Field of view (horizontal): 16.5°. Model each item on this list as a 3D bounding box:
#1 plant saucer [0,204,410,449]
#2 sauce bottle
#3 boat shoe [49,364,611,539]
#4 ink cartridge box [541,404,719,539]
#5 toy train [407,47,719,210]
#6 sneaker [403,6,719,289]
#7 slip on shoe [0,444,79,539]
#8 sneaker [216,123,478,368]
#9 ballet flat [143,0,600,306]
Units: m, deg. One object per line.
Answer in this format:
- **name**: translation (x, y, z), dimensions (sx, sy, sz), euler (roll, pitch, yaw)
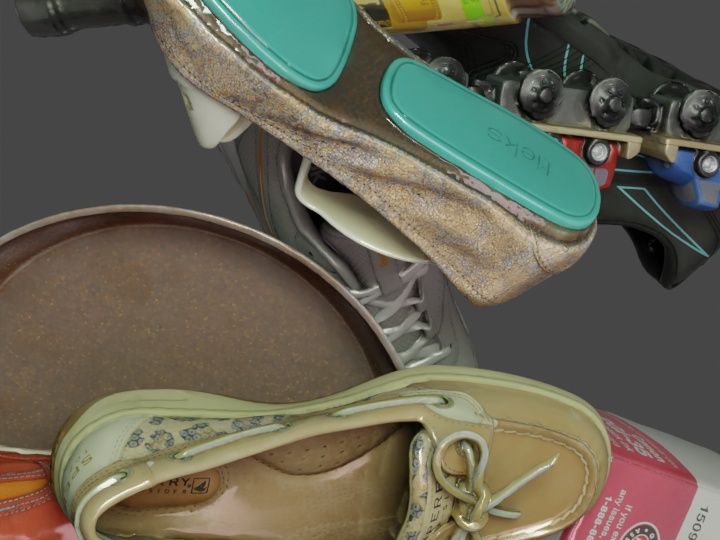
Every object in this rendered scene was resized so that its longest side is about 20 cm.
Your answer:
- **plant saucer**: translation (-0.073, 0.061, 0.920), dimensions (0.199, 0.035, 0.201), euler (2, 115, 5)
- **sauce bottle**: translation (-0.024, -0.109, 0.871), dimensions (0.199, 0.065, 0.065), euler (-6, 108, 15)
- **boat shoe**: translation (-0.004, 0.078, 0.854), dimensions (0.199, 0.063, 0.074), euler (-4, 109, -13)
- **ink cartridge box**: translation (0.125, 0.146, 0.991), dimensions (0.200, 0.083, 0.147), euler (20, 97, -31)
- **toy train**: translation (0.073, -0.049, 0.889), dimensions (0.199, 0.034, 0.046), euler (5, 99, -25)
- **sneaker**: translation (0.073, -0.061, 0.944), dimensions (0.200, 0.075, 0.079), euler (28, 97, -21)
- **slip on shoe**: translation (-0.127, 0.096, 0.892), dimensions (0.199, 0.061, 0.074), euler (16, 115, -2)
- **sneaker**: translation (0.000, 0.000, 0.928), dimensions (0.076, 0.092, 0.200), euler (-28, 111, -9)
- **ballet flat**: translation (-0.014, -0.053, 0.808), dimensions (0.200, 0.068, 0.067), euler (38, 130, -10)
